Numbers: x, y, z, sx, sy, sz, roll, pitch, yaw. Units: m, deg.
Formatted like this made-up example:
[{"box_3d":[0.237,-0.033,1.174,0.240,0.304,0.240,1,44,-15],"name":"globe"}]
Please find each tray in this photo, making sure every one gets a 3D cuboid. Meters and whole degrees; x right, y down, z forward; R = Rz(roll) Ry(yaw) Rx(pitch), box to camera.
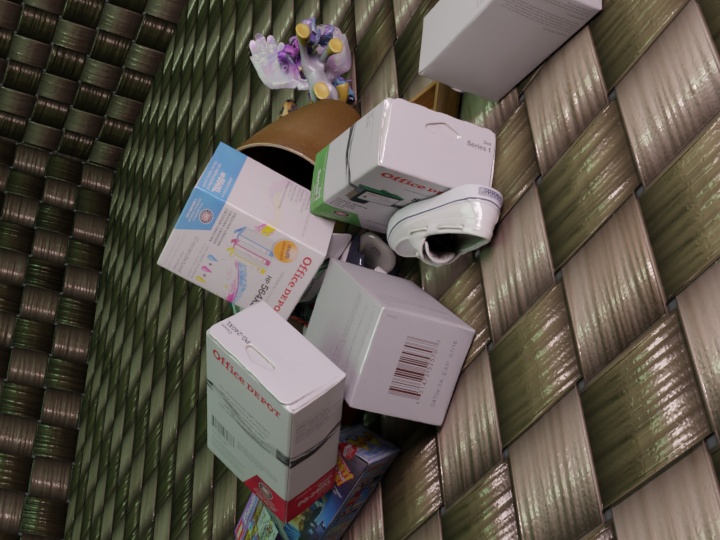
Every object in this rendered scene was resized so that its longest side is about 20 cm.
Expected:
[{"box_3d":[0.064,-0.166,1.364,0.200,0.037,0.099,-27,51,61],"name":"tray"}]

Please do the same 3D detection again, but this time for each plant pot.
[{"box_3d":[-0.070,-0.145,1.435,0.187,0.186,0.200,-53,5,44],"name":"plant pot"}]

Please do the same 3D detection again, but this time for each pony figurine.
[{"box_3d":[-0.076,-0.317,1.660,0.200,0.166,0.194,123,131,-75],"name":"pony figurine"}]

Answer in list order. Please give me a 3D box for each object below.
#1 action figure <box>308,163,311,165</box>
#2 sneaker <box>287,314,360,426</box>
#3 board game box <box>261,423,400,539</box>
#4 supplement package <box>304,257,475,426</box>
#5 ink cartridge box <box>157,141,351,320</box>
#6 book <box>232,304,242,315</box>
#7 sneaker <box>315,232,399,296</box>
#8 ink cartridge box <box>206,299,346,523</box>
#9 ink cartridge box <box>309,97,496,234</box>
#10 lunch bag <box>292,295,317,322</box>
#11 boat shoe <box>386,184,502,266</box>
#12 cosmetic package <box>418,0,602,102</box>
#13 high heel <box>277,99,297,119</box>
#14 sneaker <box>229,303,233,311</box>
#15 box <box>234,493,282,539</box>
[{"box_3d":[-0.088,-0.130,1.624,0.149,0.134,0.200,-33,-2,3],"name":"action figure"},{"box_3d":[-0.083,0.126,1.370,0.201,0.098,0.071,49,126,38],"name":"sneaker"},{"box_3d":[-0.052,0.224,1.260,0.200,0.062,0.200,-44,70,38],"name":"board game box"},{"box_3d":[0.026,0.077,1.185,0.200,0.117,0.117,-138,64,-66],"name":"supplement package"},{"box_3d":[-0.124,-0.038,1.294,0.129,0.199,0.125,-57,10,30],"name":"ink cartridge box"},{"box_3d":[-0.150,-0.011,1.511,0.134,0.048,0.201,-42,53,51],"name":"book"},{"box_3d":[0.000,0.000,1.364,0.130,0.079,0.199,-52,9,14],"name":"sneaker"},{"box_3d":[-0.096,0.155,1.148,0.145,0.083,0.201,39,141,29],"name":"ink cartridge box"},{"box_3d":[0.046,-0.113,1.223,0.200,0.145,0.085,153,128,-63],"name":"ink cartridge box"},{"box_3d":[-0.104,0.109,1.531,0.200,0.075,0.161,-58,36,39],"name":"lunch bag"},{"box_3d":[0.089,-0.037,1.179,0.200,0.072,0.066,-19,54,55],"name":"boat shoe"},{"box_3d":[0.155,-0.272,1.115,0.200,0.107,0.085,-35,44,57],"name":"cosmetic package"},{"box_3d":[-0.152,-0.180,1.713,0.071,0.142,0.201,10,102,40],"name":"high heel"},{"box_3d":[-0.173,0.009,1.780,0.200,0.071,0.080,-61,21,28],"name":"sneaker"},{"box_3d":[-0.120,0.345,1.472,0.201,0.039,0.137,-65,24,24],"name":"box"}]
